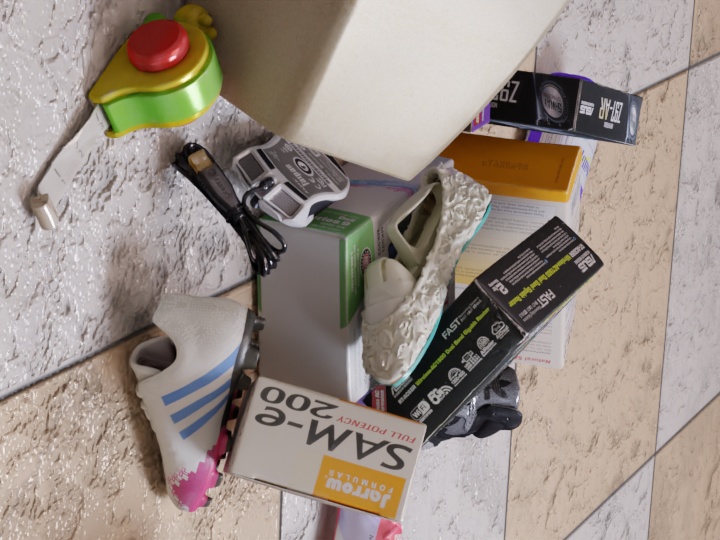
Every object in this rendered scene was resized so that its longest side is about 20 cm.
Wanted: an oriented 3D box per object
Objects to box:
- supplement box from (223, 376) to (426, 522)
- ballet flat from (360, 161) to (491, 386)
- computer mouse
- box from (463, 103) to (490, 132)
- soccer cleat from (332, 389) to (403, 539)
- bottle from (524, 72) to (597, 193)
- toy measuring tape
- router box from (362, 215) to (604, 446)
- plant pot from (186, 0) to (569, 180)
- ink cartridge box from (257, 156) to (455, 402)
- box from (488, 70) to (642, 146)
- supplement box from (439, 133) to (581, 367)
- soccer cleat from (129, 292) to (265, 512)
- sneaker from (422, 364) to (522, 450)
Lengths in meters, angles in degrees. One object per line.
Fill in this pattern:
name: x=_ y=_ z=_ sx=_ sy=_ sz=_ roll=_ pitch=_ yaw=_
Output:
supplement box: x=-0.030 y=0.130 z=1.492 sx=0.200 sy=0.125 sz=0.074 roll=143 pitch=-37 yaw=-82
ballet flat: x=0.037 y=-0.003 z=1.576 sx=0.201 sy=0.071 sz=0.072 roll=-63 pitch=150 yaw=-34
computer mouse: x=-0.066 y=-0.056 z=1.511 sx=0.044 sy=0.110 sz=0.200 roll=-47 pitch=171 yaw=22
box: x=0.035 y=-0.215 z=1.585 sx=0.039 sy=0.136 sz=0.201 roll=-32 pitch=128 yaw=-58
soccer cleat: x=0.011 y=0.205 z=1.765 sx=0.067 sy=0.076 sz=0.201 roll=1 pitch=99 yaw=-64
bottle: x=0.189 y=-0.093 z=2.033 sx=0.084 sy=0.065 sz=0.201 roll=48 pitch=56 yaw=-60
toy measuring tape: x=-0.142 y=-0.102 z=1.340 sx=0.201 sy=0.073 sz=0.074 roll=-62 pitch=149 yaw=-33
router box: x=0.102 y=0.049 z=1.654 sx=0.150 sy=0.062 sz=0.200 roll=-48 pitch=174 yaw=29
plant pot: x=-0.007 y=-0.178 z=1.420 sx=0.199 sy=0.200 sz=0.178 roll=15 pitch=105 yaw=-45
ink cartridge box: x=0.000 y=0.000 z=1.654 sx=0.200 sy=0.087 sz=0.146 roll=-38 pitch=132 yaw=-57
box: x=0.116 y=-0.144 z=1.708 sx=0.160 sy=0.199 sz=0.044 roll=2 pitch=98 yaw=-65
supplement box: x=0.127 y=-0.017 z=1.817 sx=0.074 sy=0.125 sz=0.201 roll=-68 pitch=162 yaw=-50
soccer cleat: x=-0.127 y=0.090 z=1.462 sx=0.070 sy=0.086 sz=0.201 roll=-79 pitch=-174 yaw=-49
sneaker: x=0.081 y=0.102 z=1.788 sx=0.200 sy=0.113 sz=0.076 roll=65 pitch=16 yaw=-70
